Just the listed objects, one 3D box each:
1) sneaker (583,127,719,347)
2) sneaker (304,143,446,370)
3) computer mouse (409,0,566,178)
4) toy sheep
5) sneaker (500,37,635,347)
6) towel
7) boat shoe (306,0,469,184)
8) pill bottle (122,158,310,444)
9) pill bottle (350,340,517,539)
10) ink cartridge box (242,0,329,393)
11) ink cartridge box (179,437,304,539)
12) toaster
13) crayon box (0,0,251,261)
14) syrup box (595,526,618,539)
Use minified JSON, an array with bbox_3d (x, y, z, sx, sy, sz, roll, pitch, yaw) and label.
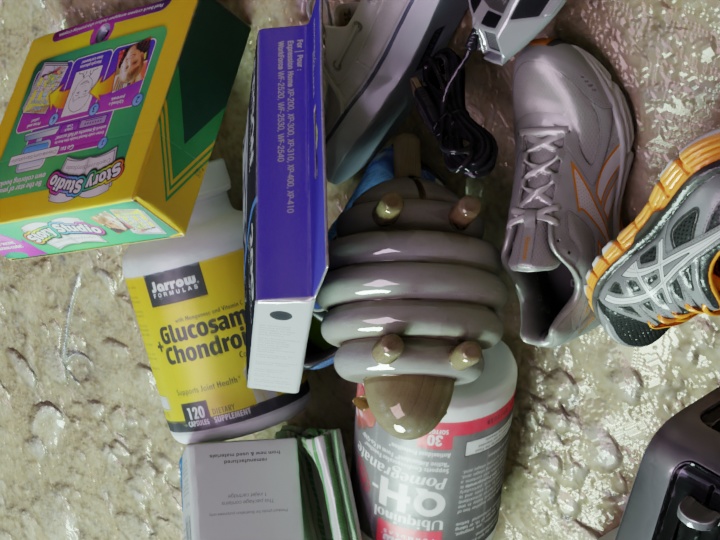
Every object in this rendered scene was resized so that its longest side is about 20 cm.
[{"bbox_3d":[0.195,-0.002,0.991,0.077,0.078,0.200,58,155,22],"label":"sneaker"},{"bbox_3d":[0.000,0.000,1.176,0.079,0.089,0.200,37,129,19],"label":"sneaker"},{"bbox_3d":[0.098,-0.160,1.012,0.200,0.044,0.110,-60,28,25],"label":"computer mouse"},{"bbox_3d":[0.033,0.009,1.072,0.138,0.138,0.200,-6,74,41],"label":"toy sheep"},{"bbox_3d":[0.124,-0.044,1.047,0.076,0.092,0.200,3,114,39],"label":"sneaker"},{"bbox_3d":[-0.029,0.191,1.255,0.200,0.023,0.153,154,104,-77],"label":"towel"},{"bbox_3d":[0.003,-0.152,1.103,0.086,0.075,0.202,41,130,15],"label":"boat shoe"},{"bbox_3d":[-0.115,0.022,1.262,0.112,0.112,0.200,-10,98,43],"label":"pill bottle"},{"bbox_3d":[0.048,0.142,1.197,0.111,0.111,0.200,24,127,29],"label":"pill bottle"},{"bbox_3d":[-0.051,-0.048,1.074,0.200,0.043,0.198,108,162,-63],"label":"ink cartridge box"},{"bbox_3d":[-0.088,0.233,1.255,0.145,0.085,0.200,128,139,-76],"label":"ink cartridge box"},{"bbox_3d":[0.275,0.150,0.970,0.181,0.200,0.119,31,127,34],"label":"toaster"},{"bbox_3d":[-0.188,-0.102,1.226,0.200,0.173,0.058,-7,150,42],"label":"crayon box"},{"bbox_3d":[0.223,0.270,1.141,0.200,0.081,0.079,54,136,5],"label":"syrup box"}]
